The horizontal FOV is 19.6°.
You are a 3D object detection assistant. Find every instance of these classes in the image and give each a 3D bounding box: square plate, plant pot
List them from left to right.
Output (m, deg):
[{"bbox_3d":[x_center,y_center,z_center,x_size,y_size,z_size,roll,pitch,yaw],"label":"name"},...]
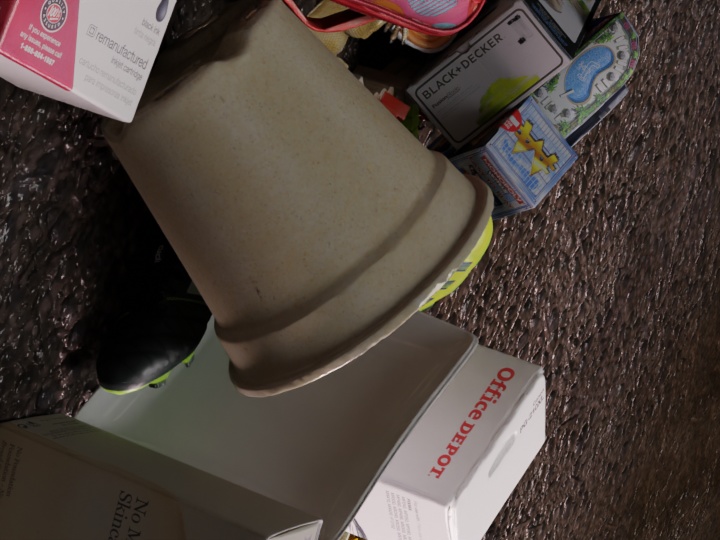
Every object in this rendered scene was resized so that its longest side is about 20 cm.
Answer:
[{"bbox_3d":[-0.051,-0.059,1.264,0.184,0.200,0.201,52,51,-19],"label":"plant pot"},{"bbox_3d":[-0.054,0.078,1.366,0.198,0.199,0.029,-52,154,-36],"label":"square plate"}]

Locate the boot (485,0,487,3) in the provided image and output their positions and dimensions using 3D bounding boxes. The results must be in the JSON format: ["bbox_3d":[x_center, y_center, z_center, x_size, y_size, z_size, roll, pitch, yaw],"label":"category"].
[{"bbox_3d":[0.080,-0.278,1.572,0.201,0.075,0.107,-59,140,-27],"label":"boot"}]

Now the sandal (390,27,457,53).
[{"bbox_3d":[0.069,-0.261,1.497,0.079,0.059,0.208,18,85,-23],"label":"sandal"}]

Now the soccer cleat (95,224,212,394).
[{"bbox_3d":[-0.117,-0.003,1.355,0.200,0.067,0.081,-54,134,-38],"label":"soccer cleat"}]

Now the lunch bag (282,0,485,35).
[{"bbox_3d":[0.001,-0.229,1.271,0.199,0.082,0.177,16,109,-34],"label":"lunch bag"}]

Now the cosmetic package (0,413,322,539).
[{"bbox_3d":[-0.133,0.167,1.260,0.073,0.199,0.104,-3,109,-62],"label":"cosmetic package"}]

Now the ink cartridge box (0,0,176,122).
[{"bbox_3d":[-0.152,-0.200,1.113,0.145,0.084,0.201,28,81,-65],"label":"ink cartridge box"}]

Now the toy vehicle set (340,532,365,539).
[{"bbox_3d":[-0.038,0.221,1.695,0.125,0.026,0.200,-68,155,-7],"label":"toy vehicle set"}]

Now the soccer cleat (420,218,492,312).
[{"bbox_3d":[0.000,0.001,1.470,0.199,0.065,0.084,-25,151,4],"label":"soccer cleat"}]

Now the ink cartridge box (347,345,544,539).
[{"bbox_3d":[0.016,0.113,1.511,0.145,0.199,0.085,-52,148,-36],"label":"ink cartridge box"}]

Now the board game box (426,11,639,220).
[{"bbox_3d":[0.127,-0.106,1.569,0.200,0.062,0.200,-41,-170,-4],"label":"board game box"}]

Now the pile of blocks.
[{"bbox_3d":[0.010,-0.109,1.534,0.200,0.062,0.083,-13,118,-61],"label":"pile of blocks"}]

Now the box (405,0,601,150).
[{"bbox_3d":[0.113,-0.176,1.575,0.116,0.060,0.200,-37,-171,24],"label":"box"}]

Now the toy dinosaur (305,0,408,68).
[{"bbox_3d":[-0.012,-0.171,1.371,0.101,0.058,0.201,-20,146,-54],"label":"toy dinosaur"}]
